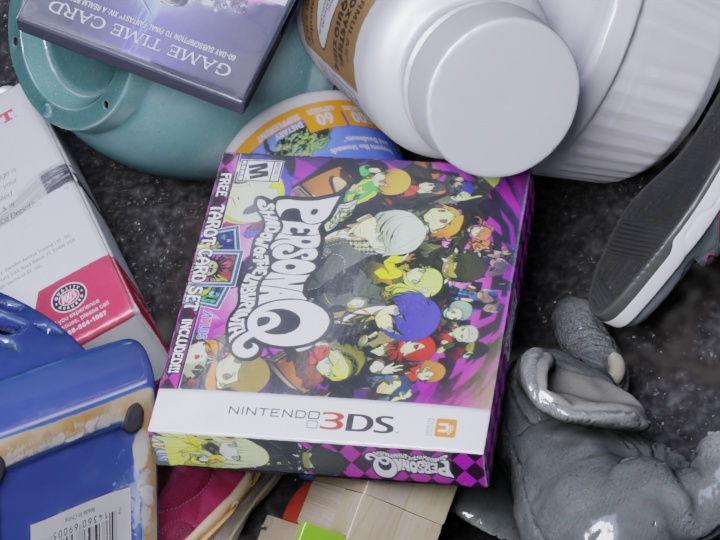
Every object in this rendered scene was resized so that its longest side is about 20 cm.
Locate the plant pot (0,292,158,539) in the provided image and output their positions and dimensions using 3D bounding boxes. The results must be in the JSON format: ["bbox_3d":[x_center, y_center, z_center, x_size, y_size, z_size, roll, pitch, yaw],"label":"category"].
[{"bbox_3d":[-0.217,0.126,1.305,0.179,0.200,0.201,10,107,34],"label":"plant pot"}]

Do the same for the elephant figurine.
[{"bbox_3d":[0.112,0.099,1.339,0.141,0.155,0.200,-40,62,0],"label":"elephant figurine"}]

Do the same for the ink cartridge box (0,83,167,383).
[{"bbox_3d":[-0.222,0.005,1.521,0.145,0.083,0.200,-29,56,1],"label":"ink cartridge box"}]

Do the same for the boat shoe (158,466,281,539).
[{"bbox_3d":[-0.081,0.101,1.420,0.073,0.069,0.201,16,56,9],"label":"boat shoe"}]

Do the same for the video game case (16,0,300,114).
[{"bbox_3d":[-0.091,-0.198,1.418,0.142,0.019,0.201,21,68,10],"label":"video game case"}]

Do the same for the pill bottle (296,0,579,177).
[{"bbox_3d":[0.044,-0.126,1.380,0.114,0.115,0.200,-35,29,-3],"label":"pill bottle"}]

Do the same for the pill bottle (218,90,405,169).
[{"bbox_3d":[0.000,0.000,1.443,0.112,0.112,0.200,-29,56,0],"label":"pill bottle"}]

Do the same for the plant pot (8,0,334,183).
[{"bbox_3d":[-0.128,-0.148,1.498,0.200,0.134,0.201,7,101,42],"label":"plant pot"}]

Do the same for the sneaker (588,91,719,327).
[{"bbox_3d":[0.228,-0.029,1.393,0.200,0.121,0.084,-53,20,9],"label":"sneaker"}]

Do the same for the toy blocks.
[{"bbox_3d":[-0.019,0.172,1.350,0.137,0.100,0.201,2,70,69],"label":"toy blocks"}]

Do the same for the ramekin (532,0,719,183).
[{"bbox_3d":[0.138,-0.145,1.444,0.094,0.202,0.203,16,56,-25],"label":"ramekin"}]

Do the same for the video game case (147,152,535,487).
[{"bbox_3d":[-0.006,0.022,1.327,0.180,0.036,0.201,4,51,12],"label":"video game case"}]
